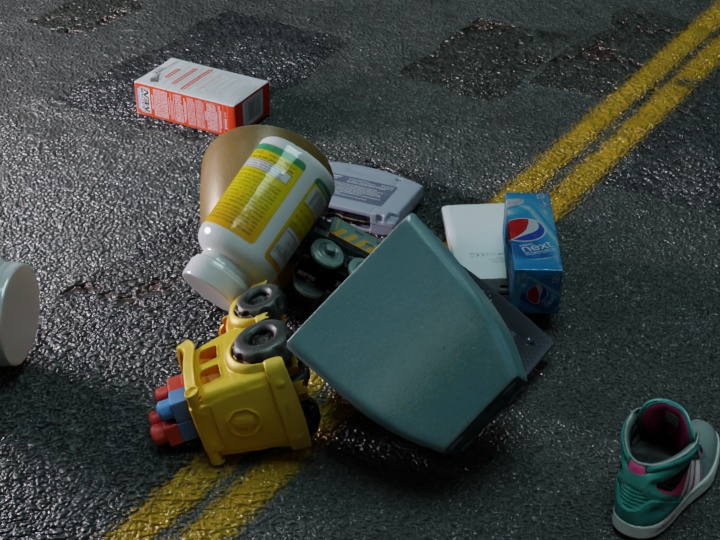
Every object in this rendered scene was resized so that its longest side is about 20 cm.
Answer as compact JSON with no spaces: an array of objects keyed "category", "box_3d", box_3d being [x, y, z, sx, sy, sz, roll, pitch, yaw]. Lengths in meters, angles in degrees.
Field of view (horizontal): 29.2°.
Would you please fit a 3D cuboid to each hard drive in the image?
[{"category":"hard drive","box_3d":[0.188,-0.033,1.913,0.130,0.027,0.201,-2,32,-4]},{"category":"hard drive","box_3d":[0.126,0.065,1.674,0.199,0.043,0.135,39,42,10]}]

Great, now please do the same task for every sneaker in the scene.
[{"category":"sneaker","box_3d":[0.331,0.183,1.472,0.083,0.122,0.200,20,36,29]}]

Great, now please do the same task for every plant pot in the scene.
[{"category":"plant pot","box_3d":[-0.137,-0.057,1.825,0.184,0.188,0.202,3,46,5]},{"category":"plant pot","box_3d":[0.073,0.090,1.512,0.200,0.196,0.196,45,3,16]}]

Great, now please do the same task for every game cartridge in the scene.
[{"category":"game cartridge","box_3d":[-0.015,-0.111,2.030,0.198,0.041,0.133,14,38,21]}]

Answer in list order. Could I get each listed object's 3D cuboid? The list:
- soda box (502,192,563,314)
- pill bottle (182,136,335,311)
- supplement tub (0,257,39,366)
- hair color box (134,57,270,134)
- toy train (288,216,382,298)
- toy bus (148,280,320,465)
[{"category":"soda box","box_3d":[0.223,-0.026,1.811,0.063,0.069,0.201,1,32,1]},{"category":"pill bottle","box_3d":[-0.127,-0.053,1.680,0.112,0.113,0.201,23,72,33]},{"category":"supplement tub","box_3d":[-0.503,0.044,1.670,0.197,0.142,0.141,5,32,8]},{"category":"hair color box","box_3d":[-0.261,-0.286,2.284,0.198,0.065,0.111,18,37,24]},{"category":"toy train","box_3d":[0.000,0.000,1.759,0.198,0.086,0.115,26,39,-7]},{"category":"toy bus","box_3d":[-0.153,0.125,1.575,0.190,0.137,0.201,-18,31,1]}]
